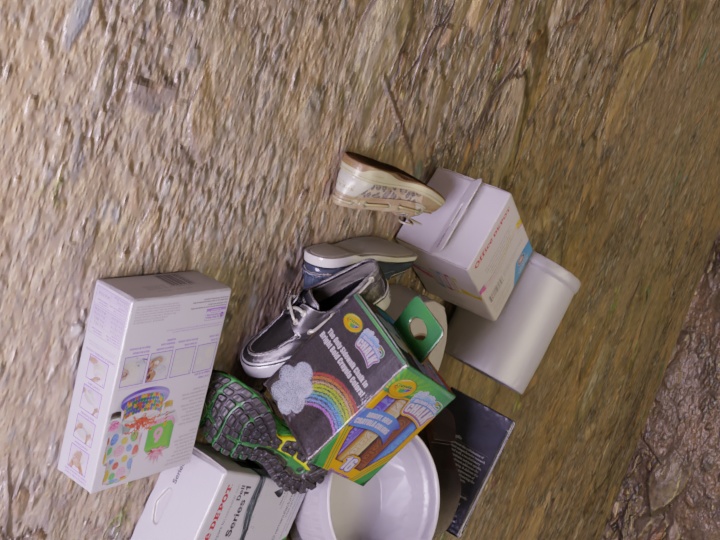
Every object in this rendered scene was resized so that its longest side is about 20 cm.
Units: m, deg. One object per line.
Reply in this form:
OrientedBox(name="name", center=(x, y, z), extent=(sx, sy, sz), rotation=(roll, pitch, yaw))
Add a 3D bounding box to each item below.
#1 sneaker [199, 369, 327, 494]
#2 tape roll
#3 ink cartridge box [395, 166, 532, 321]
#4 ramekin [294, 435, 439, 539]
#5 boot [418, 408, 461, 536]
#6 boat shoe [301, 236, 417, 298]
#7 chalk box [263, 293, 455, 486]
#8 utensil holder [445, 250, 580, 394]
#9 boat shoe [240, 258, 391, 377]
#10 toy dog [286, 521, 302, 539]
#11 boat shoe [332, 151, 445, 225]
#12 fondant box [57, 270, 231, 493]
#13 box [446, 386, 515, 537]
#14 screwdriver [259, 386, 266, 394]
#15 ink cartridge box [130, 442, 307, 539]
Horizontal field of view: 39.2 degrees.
OrientedBox(name="sneaker", center=(-0.124, 0.181, 1.180), extent=(0.078, 0.085, 0.200), rotation=(-40, 121, 5))
OrientedBox(name="tape roll", center=(0.044, 0.125, 1.444), extent=(0.202, 0.070, 0.206), rotation=(-36, 138, -41))
OrientedBox(name="ink cartridge box", center=(0.149, -0.043, 1.443), extent=(0.130, 0.124, 0.200), rotation=(-58, 149, -14))
OrientedBox(name="ramekin", center=(0.001, 0.299, 1.335), extent=(0.198, 0.104, 0.205), rotation=(8, 78, -40))
OrientedBox(name="boot", center=(0.072, 0.311, 1.498), extent=(0.063, 0.200, 0.190), rotation=(20, 61, -20))
OrientedBox(name="boat shoe", center=(0.000, 0.000, 1.281), extent=(0.199, 0.074, 0.063), rotation=(-11, 118, -54))
OrientedBox(name="chalk box", center=(0.015, 0.122, 1.149), extent=(0.200, 0.125, 0.124), rotation=(-43, 142, 8))
OrientedBox(name="utensil holder", center=(0.235, 0.072, 1.629), extent=(0.202, 0.168, 0.170), rotation=(-62, 150, -3))
OrientedBox(name="boat shoe", center=(-0.059, 0.050, 1.181), extent=(0.198, 0.071, 0.064), rotation=(-31, 135, -7))
OrientedBox(name="toy dog", center=(-0.037, 0.340, 1.439), extent=(0.199, 0.130, 0.098), rotation=(-6, 79, -63))
OrientedBox(name="boat shoe", center=(0.034, -0.098, 1.283), extent=(0.198, 0.073, 0.064), rotation=(14, 105, -49))
OrientedBox(name="fondant box", center=(-0.216, 0.108, 1.019), extent=(0.143, 0.058, 0.204), rotation=(-6, 114, -57))
OrientedBox(name="box", center=(0.156, 0.318, 1.657), extent=(0.199, 0.123, 0.200), rotation=(-60, 168, -10))
OrientedBox(name="screwdriver", center=(-0.107, 0.124, 1.245), extent=(0.201, 0.029, 0.028), rotation=(-51, 147, -20))
OrientedBox(name="ink cartridge box", center=(-0.165, 0.295, 1.204), extent=(0.199, 0.082, 0.149), rotation=(30, 83, -59))
